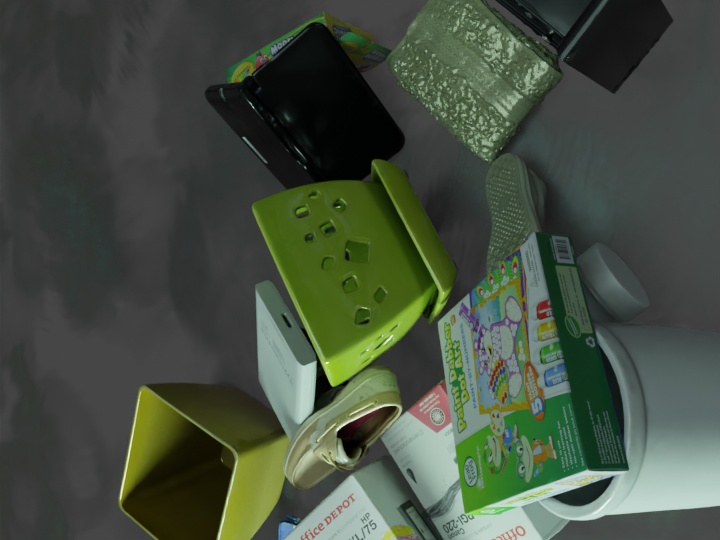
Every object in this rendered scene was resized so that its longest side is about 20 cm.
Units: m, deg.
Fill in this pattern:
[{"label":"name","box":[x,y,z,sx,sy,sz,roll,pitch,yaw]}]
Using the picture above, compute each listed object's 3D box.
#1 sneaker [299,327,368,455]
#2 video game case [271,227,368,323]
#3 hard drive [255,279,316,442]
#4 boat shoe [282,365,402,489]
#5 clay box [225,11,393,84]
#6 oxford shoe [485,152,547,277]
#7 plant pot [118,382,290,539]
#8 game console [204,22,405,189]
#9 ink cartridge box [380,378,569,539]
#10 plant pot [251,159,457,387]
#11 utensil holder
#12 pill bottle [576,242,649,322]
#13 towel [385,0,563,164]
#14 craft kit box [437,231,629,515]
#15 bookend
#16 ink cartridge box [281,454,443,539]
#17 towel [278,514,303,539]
[{"label":"sneaker","box":[-0.039,0.166,0.920,0.088,0.073,0.203,-26,88,52]},{"label":"video game case","box":[-0.031,0.016,0.943,0.143,0.019,0.202,-42,71,29]},{"label":"hard drive","box":[-0.097,0.127,0.865,0.133,0.026,0.202,54,153,33]},{"label":"boat shoe","box":[-0.023,0.206,0.831,0.201,0.073,0.070,-51,34,16]},{"label":"clay box","box":[-0.066,-0.270,0.882,0.197,0.114,0.049,-18,83,32]},{"label":"oxford shoe","box":[0.175,-0.038,0.732,0.075,0.057,0.203,-32,43,43]},{"label":"plant pot","box":[-0.207,0.279,0.989,0.198,0.175,0.204,24,107,30]},{"label":"game console","box":[-0.072,-0.196,0.875,0.175,0.200,0.117,16,64,52]},{"label":"ink cartridge box","box":[0.133,0.236,0.799,0.201,0.084,0.146,55,134,16]},{"label":"plant pot","box":[0.000,0.000,0.802,0.179,0.199,0.202,-26,75,-6]},{"label":"utensil holder","box":[0.263,0.134,0.618,0.170,0.196,0.174,-175,90,-71]},{"label":"pill bottle","box":[0.204,0.064,0.735,0.200,0.110,0.112,-44,71,28]},{"label":"towel","box":[0.127,-0.239,0.804,0.200,0.036,0.149,49,118,20]},{"label":"craft kit box","box":[0.141,0.101,0.618,0.198,0.048,0.203,122,147,-57]},{"label":"bookend","box":[0.185,-0.283,0.665,0.199,0.199,0.093,47,116,20]},{"label":"ink cartridge box","box":[0.033,0.361,0.845,0.147,0.145,0.201,-46,69,18]},{"label":"towel","box":[-0.047,0.461,0.990,0.197,0.024,0.148,14,103,32]}]
